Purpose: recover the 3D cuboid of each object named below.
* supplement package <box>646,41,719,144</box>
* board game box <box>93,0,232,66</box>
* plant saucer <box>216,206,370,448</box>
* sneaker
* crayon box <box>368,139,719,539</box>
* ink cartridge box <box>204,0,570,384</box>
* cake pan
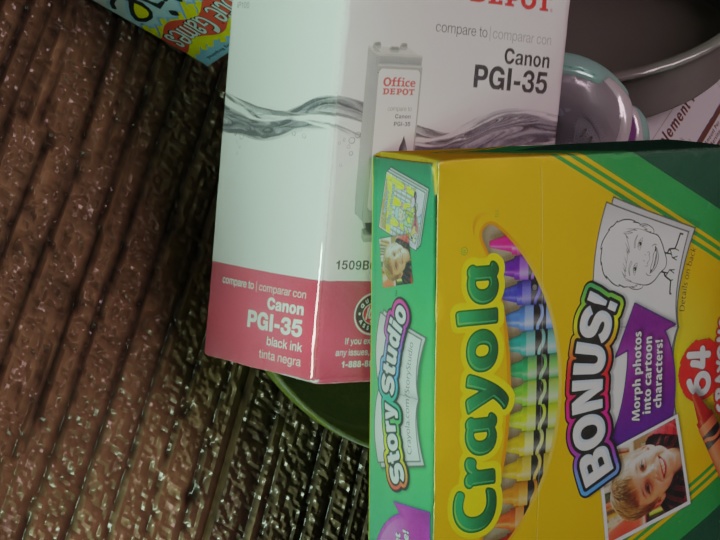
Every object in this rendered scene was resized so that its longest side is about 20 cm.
[{"bbox_3d":[0.181,-0.005,1.105,0.200,0.117,0.117,50,46,-13],"label":"supplement package"},{"bbox_3d":[-0.115,-0.201,0.928,0.200,0.105,0.103,27,56,-31],"label":"board game box"},{"bbox_3d":[0.000,0.000,0.998,0.200,0.031,0.200,18,62,-37],"label":"plant saucer"},{"bbox_3d":[0.102,0.004,0.968,0.140,0.078,0.200,-70,154,-48],"label":"sneaker"},{"bbox_3d":[0.088,0.044,0.878,0.172,0.058,0.200,-5,99,-34],"label":"crayon box"},{"bbox_3d":[0.013,-0.054,0.903,0.146,0.083,0.200,0,98,-42],"label":"ink cartridge box"},{"bbox_3d":[0.119,-0.135,1.072,0.200,0.200,0.037,-47,139,-44],"label":"cake pan"}]
